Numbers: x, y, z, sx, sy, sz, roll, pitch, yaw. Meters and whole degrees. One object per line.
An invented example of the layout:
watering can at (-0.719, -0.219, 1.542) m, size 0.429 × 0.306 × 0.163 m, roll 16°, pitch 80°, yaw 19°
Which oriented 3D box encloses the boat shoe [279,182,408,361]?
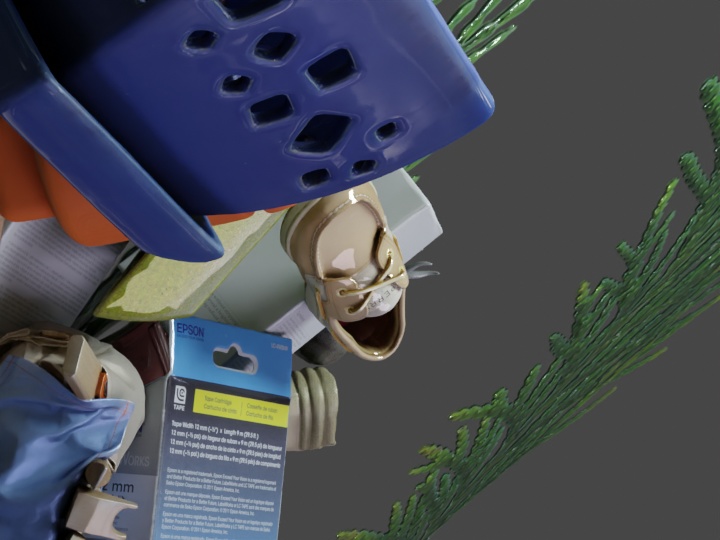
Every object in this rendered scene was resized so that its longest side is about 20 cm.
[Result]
boat shoe at (0.000, 0.000, 1.401) m, size 0.074 × 0.069 × 0.200 m, roll -37°, pitch 158°, yaw -8°

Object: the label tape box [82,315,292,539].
label tape box at (-0.114, 0.135, 1.443) m, size 0.066 × 0.200 × 0.143 m, roll -1°, pitch 171°, yaw 31°

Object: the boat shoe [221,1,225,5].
boat shoe at (-0.103, -0.114, 1.273) m, size 0.064 × 0.071 × 0.200 m, roll 9°, pitch 130°, yaw -37°

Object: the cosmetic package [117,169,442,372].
cosmetic package at (-0.054, -0.015, 1.531) m, size 0.200 × 0.113 × 0.081 m, roll -36°, pitch 162°, yaw -4°

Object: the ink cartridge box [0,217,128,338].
ink cartridge box at (-0.195, -0.028, 1.356) m, size 0.200 × 0.057 × 0.163 m, roll -59°, pitch 163°, yaw -6°

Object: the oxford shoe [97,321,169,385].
oxford shoe at (-0.171, 0.070, 1.610) m, size 0.075 × 0.071 × 0.200 m, roll -15°, pitch -178°, yaw 33°

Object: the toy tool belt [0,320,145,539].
toy tool belt at (-0.197, 0.131, 1.316) m, size 0.123 × 0.125 × 0.200 m, roll -163°, pitch -90°, yaw -84°

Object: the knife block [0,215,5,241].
knife block at (-0.247, 0.059, 1.237) m, size 0.200 × 0.064 × 0.176 m, roll -37°, pitch 120°, yaw -8°

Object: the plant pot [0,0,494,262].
plant pot at (-0.083, -0.132, 0.997) m, size 0.180 × 0.200 × 0.200 m, roll -35°, pitch 145°, yaw 4°

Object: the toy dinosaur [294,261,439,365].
toy dinosaur at (-0.035, 0.029, 1.689) m, size 0.077 × 0.102 × 0.200 m, roll -19°, pitch 153°, yaw -47°

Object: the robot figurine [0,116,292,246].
robot figurine at (-0.099, -0.079, 1.160) m, size 0.200 × 0.117 × 0.144 m, roll -10°, pitch 156°, yaw 10°

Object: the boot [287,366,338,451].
boot at (-0.099, 0.127, 1.739) m, size 0.155 × 0.073 × 0.200 m, roll -9°, pitch 162°, yaw -13°

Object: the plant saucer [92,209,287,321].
plant saucer at (-0.069, -0.052, 1.362) m, size 0.200 × 0.048 × 0.200 m, roll -47°, pitch -174°, yaw 13°
